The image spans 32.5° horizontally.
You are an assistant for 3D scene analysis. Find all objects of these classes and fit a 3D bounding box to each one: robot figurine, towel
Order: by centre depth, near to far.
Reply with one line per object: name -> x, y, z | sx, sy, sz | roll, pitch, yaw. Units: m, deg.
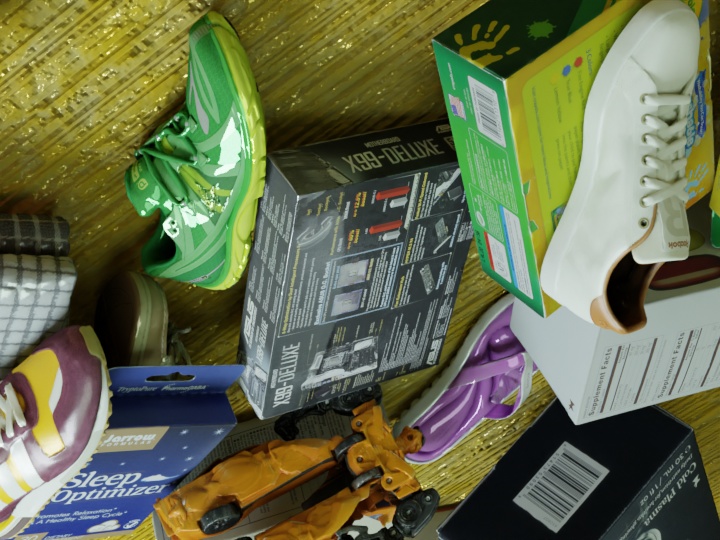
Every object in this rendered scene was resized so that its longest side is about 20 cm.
towel -> -0.284, 0.046, 0.809 | 0.164, 0.086, 0.201 | 0, 136, -29
robot figurine -> -0.041, 0.168, 0.897 | 0.198, 0.146, 0.058 | -26, 153, -6

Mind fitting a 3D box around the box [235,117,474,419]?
box -> 0.000, 0.000, 0.855 | 0.156, 0.050, 0.202 | -15, 136, -29

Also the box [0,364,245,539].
box -> -0.171, 0.134, 0.871 | 0.120, 0.033, 0.200 | 3, 140, -44

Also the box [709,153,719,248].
box -> 0.304, -0.101, 0.820 | 0.116, 0.049, 0.202 | -3, 120, -9

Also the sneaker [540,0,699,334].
sneaker -> 0.175, -0.055, 0.733 | 0.072, 0.085, 0.202 | -8, 122, -35

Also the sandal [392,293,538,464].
sandal -> 0.106, 0.095, 1.003 | 0.082, 0.050, 0.203 | 20, 120, -34

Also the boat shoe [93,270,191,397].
boat shoe -> -0.156, 0.071, 0.889 | 0.062, 0.074, 0.201 | -7, 144, -23

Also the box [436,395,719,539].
box -> 0.195, 0.229, 1.053 | 0.200, 0.124, 0.197 | -45, 137, -15

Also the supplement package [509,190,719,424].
supplement package -> 0.227, 0.018, 0.913 | 0.198, 0.114, 0.110 | -12, 133, -19

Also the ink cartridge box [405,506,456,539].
ink cartridge box -> 0.035, 0.325, 1.162 | 0.146, 0.086, 0.202 | -10, 131, -10

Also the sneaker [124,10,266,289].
sneaker -> -0.105, -0.064, 0.776 | 0.083, 0.074, 0.202 | -3, 131, -17

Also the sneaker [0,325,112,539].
sneaker -> -0.231, 0.110, 0.783 | 0.089, 0.075, 0.201 | 6, 133, -42

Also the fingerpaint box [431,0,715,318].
fingerpaint box -> 0.144, -0.098, 0.793 | 0.166, 0.073, 0.201 | -35, 136, -17

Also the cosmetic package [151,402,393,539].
cosmetic package -> -0.064, 0.173, 0.979 | 0.198, 0.104, 0.073 | -16, 141, -3
